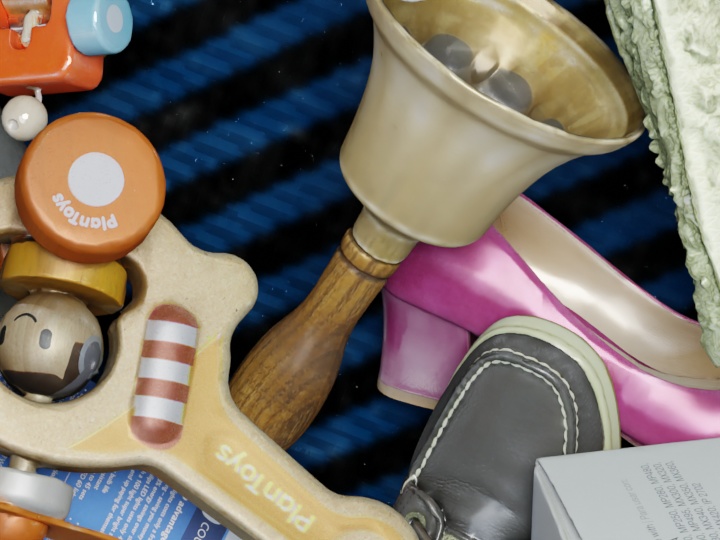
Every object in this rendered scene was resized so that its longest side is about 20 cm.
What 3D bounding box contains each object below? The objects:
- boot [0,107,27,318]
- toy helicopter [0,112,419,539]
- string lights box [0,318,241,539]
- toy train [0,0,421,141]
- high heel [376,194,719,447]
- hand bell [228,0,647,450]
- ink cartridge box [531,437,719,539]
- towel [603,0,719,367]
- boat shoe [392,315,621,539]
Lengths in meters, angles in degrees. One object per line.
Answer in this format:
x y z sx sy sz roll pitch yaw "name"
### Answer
-0.146 -0.071 0.834 0.182 0.073 0.200 -29 90 23 "boot"
-0.067 0.055 0.753 0.200 0.079 0.132 40 67 -4 "toy helicopter"
-0.123 0.084 0.796 0.200 0.103 0.059 37 147 -17 "string lights box"
-0.045 -0.120 0.763 0.200 0.056 0.150 -8 76 28 "toy train"
0.102 0.011 0.826 0.200 0.067 0.096 11 112 17 "high heel"
0.000 0.000 0.790 0.104 0.104 0.200 32 117 -1 "hand bell"
0.159 0.131 0.788 0.200 0.083 0.146 -5 119 -10 "ink cartridge box"
0.152 -0.079 0.736 0.148 0.036 0.200 -16 90 -12 "towel"
0.036 0.112 0.823 0.072 0.066 0.201 26 121 15 "boat shoe"
